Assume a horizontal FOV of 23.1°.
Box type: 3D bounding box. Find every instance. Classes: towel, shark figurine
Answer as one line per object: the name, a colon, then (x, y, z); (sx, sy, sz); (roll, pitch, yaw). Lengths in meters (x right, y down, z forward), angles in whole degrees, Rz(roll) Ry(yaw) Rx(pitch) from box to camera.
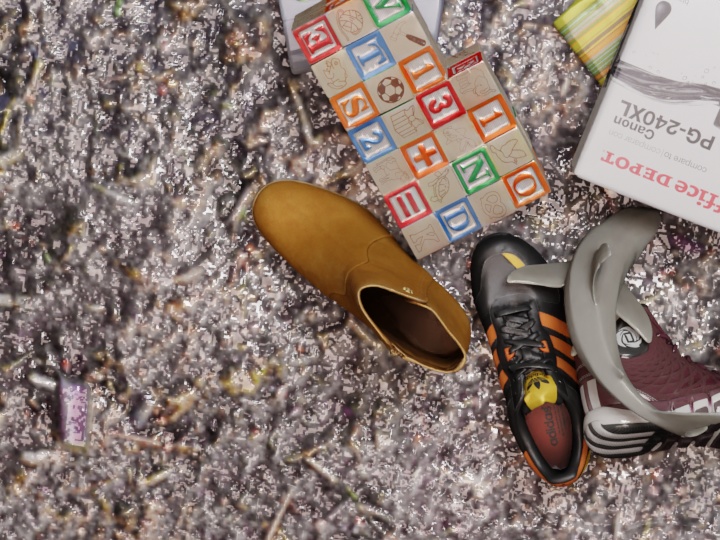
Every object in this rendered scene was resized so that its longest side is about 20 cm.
towel: (0.240, -0.139, 1.345); (0.086, 0.018, 0.200); (-38, 94, 11)
shark figurine: (0.185, 0.029, 1.274); (0.128, 0.090, 0.215); (-1, 53, -10)

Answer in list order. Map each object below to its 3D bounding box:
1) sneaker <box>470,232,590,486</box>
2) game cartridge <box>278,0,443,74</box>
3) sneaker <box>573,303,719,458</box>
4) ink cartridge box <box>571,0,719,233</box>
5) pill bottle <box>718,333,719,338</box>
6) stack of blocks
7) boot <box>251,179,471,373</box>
sneaker: (0.135, 0.069, 1.339); (0.070, 0.090, 0.201); (-16, 96, 6)
game cartridge: (-0.005, -0.259, 1.336); (0.133, 0.040, 0.201); (-10, 96, 1)
sneaker: (0.253, 0.075, 1.343); (0.199, 0.076, 0.116); (-1, 58, -21)
ink cartridge box: (0.257, -0.136, 1.292); (0.145, 0.083, 0.201); (21, 100, 2)
pill bottle: (0.354, -0.014, 1.300); (0.119, 0.120, 0.200); (30, 98, 0)
stack of blocks: (0.046, -0.125, 1.314); (0.115, 0.059, 0.200); (-27, 107, 10)
boot: (0.000, 0.001, 1.312); (0.201, 0.144, 0.071); (35, 97, -1)
